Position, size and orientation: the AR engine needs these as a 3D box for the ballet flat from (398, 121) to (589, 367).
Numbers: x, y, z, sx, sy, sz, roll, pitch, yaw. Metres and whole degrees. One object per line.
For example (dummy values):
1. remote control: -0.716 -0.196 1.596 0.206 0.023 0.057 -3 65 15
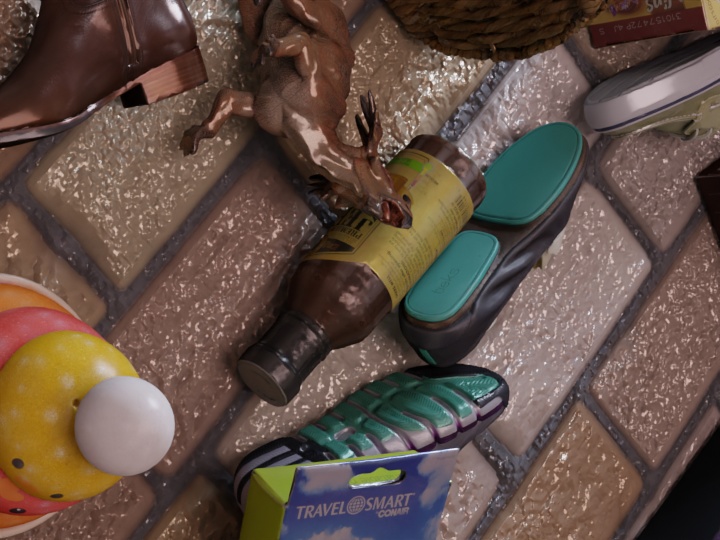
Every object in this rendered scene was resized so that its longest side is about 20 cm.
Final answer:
1. ballet flat: 0.090 -0.013 1.266 0.073 0.073 0.200 52 57 -22

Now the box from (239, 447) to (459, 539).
1. box: -0.019 0.189 1.147 0.121 0.048 0.202 -4 116 -35

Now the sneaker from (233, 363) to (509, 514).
1. sneaker: 0.010 0.128 1.213 0.199 0.074 0.088 -22 120 -27

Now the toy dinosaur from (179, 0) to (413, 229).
1. toy dinosaur: -0.029 -0.121 1.172 0.135 0.085 0.202 16 67 -40

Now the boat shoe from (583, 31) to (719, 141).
1. boat shoe: 0.238 -0.124 1.363 0.199 0.072 0.063 -24 104 -35

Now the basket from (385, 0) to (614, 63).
1. basket: 0.109 -0.226 1.194 0.149 0.199 0.143 -45 112 -27

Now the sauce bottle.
1. sauce bottle: 0.000 0.000 1.197 0.200 0.064 0.065 -49 115 -26

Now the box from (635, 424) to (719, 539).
1. box: 0.302 0.227 1.399 0.141 0.079 0.201 -49 115 -28

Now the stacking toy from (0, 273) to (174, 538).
1. stacking toy: -0.160 0.073 1.003 0.145 0.199 0.148 1 88 -34

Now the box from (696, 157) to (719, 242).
1. box: 0.331 0.003 1.408 0.075 0.100 0.201 -33 107 -30

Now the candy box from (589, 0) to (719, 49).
1. candy box: 0.268 -0.204 1.356 0.199 0.116 0.057 -18 100 -34

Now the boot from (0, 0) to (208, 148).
1. boot: -0.186 -0.177 1.074 0.185 0.064 0.202 -24 102 -37
